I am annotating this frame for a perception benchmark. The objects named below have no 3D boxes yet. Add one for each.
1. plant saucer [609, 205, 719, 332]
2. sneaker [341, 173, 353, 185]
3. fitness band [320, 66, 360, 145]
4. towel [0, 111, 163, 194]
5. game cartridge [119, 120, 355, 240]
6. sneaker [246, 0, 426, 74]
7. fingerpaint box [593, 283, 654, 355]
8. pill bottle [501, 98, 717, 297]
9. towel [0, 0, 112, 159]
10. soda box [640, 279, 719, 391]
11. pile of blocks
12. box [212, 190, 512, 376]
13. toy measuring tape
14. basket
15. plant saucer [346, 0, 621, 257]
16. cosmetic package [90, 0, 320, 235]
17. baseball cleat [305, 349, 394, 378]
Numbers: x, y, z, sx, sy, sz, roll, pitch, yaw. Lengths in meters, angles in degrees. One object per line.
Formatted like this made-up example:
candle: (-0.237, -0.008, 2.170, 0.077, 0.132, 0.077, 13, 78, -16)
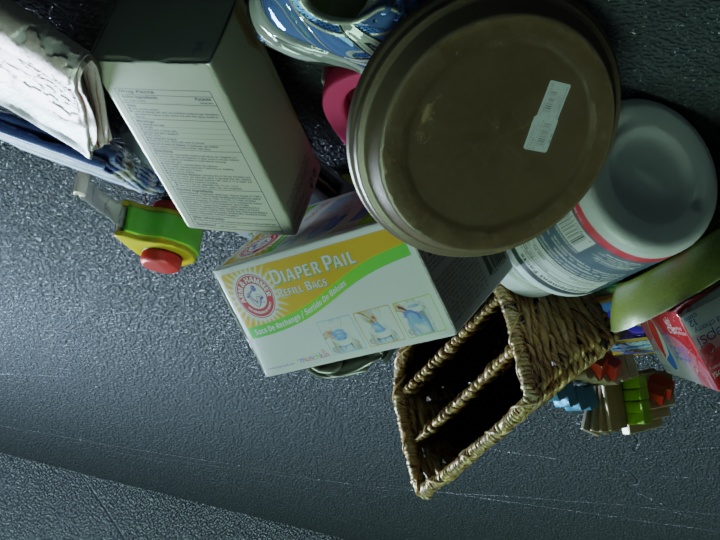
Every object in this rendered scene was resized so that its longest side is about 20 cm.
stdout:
plant saucer: (0.271, -0.020, 1.164, 0.031, 0.199, 0.200, 56, 155, 1)
sneaker: (0.004, -0.039, 1.331, 0.199, 0.084, 0.074, -4, 161, 39)
fitness band: (0.049, -0.120, 1.150, 0.142, 0.038, 0.200, 3, 161, 20)
towel: (-0.252, -0.105, 1.276, 0.146, 0.024, 0.200, 19, 178, 4)
game cartridge: (-0.101, -0.084, 1.275, 0.200, 0.041, 0.133, 37, 143, -29)
sneaker: (0.025, -0.158, 0.988, 0.198, 0.076, 0.077, 12, 165, -11)
fingerpaint box: (0.247, 0.019, 1.388, 0.166, 0.074, 0.199, 23, 158, -35)
pill bottle: (0.176, -0.046, 1.168, 0.119, 0.121, 0.200, 16, 161, -17)
towel: (-0.275, -0.166, 1.088, 0.199, 0.032, 0.191, 31, 164, 3)
soda box: (0.269, 0.044, 1.169, 0.063, 0.070, 0.200, -29, 179, 1)
pile of blocks: (0.231, 0.109, 1.416, 0.199, 0.083, 0.062, 21, 163, -29)
box: (0.000, 0.000, 1.185, 0.199, 0.112, 0.102, -15, 109, 38)
toy measuring tape: (-0.203, -0.047, 1.449, 0.073, 0.074, 0.200, 3, 160, 21)
basket: (0.099, 0.078, 1.319, 0.143, 0.149, 0.200, 51, 138, 8)
plant saucer: (0.088, -0.095, 0.996, 0.199, 0.201, 0.030, 21, -162, -28)
cosmetic package: (-0.111, -0.115, 1.122, 0.104, 0.072, 0.201, 6, 147, 21)
baseball cleat: (-0.051, 0.036, 1.363, 0.199, 0.107, 0.070, 12, 152, 34)
